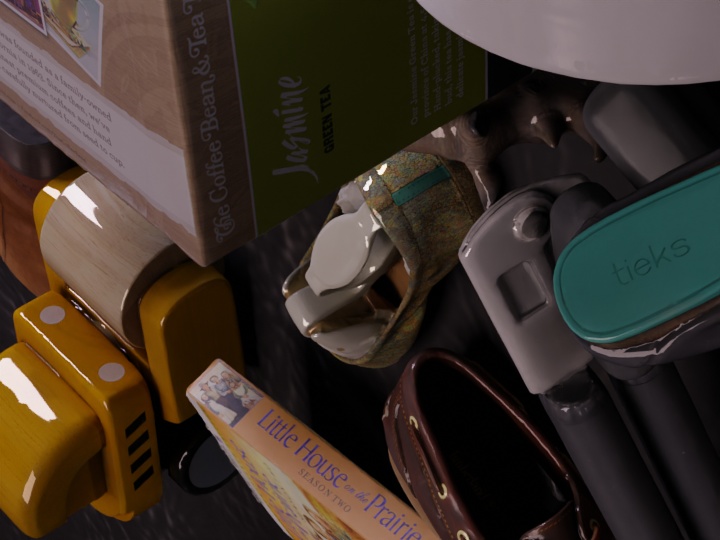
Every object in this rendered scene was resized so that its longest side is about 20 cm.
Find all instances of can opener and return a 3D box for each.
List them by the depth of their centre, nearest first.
[{"bbox_3d":[0.157,0.001,0.705,0.200,0.053,0.067,48,117,18],"label":"can opener"},{"bbox_3d":[0.095,0.050,0.776,0.200,0.053,0.067,61,177,-36],"label":"can opener"}]

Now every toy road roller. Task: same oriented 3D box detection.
[{"bbox_3d":[-0.150,0.057,1.172,0.123,0.146,0.201,39,147,34],"label":"toy road roller"}]

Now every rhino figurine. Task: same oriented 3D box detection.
[{"bbox_3d":[0.016,-0.083,0.803,0.200,0.087,0.060,34,147,33],"label":"rhino figurine"}]

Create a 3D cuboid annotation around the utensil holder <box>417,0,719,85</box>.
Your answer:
[{"bbox_3d":[0.076,-0.173,0.526,0.170,0.170,0.201,37,149,37],"label":"utensil holder"}]

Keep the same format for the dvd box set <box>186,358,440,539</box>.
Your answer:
[{"bbox_3d":[0.005,0.138,1.073,0.200,0.029,0.147,35,162,39],"label":"dvd box set"}]

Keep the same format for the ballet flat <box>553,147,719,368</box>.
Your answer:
[{"bbox_3d":[0.151,-0.024,0.636,0.200,0.073,0.073,-27,94,31],"label":"ballet flat"}]

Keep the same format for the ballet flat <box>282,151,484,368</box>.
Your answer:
[{"bbox_3d":[0.000,0.000,0.943,0.071,0.071,0.200,54,153,11],"label":"ballet flat"}]

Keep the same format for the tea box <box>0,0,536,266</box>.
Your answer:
[{"bbox_3d":[-0.044,-0.140,0.727,0.200,0.196,0.134,38,147,36],"label":"tea box"}]

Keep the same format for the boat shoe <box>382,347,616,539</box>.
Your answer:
[{"bbox_3d":[0.077,0.121,0.928,0.200,0.070,0.070,49,156,20],"label":"boat shoe"}]

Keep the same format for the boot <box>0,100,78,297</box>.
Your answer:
[{"bbox_3d":[-0.224,-0.092,1.269,0.188,0.068,0.200,43,157,15],"label":"boot"}]
